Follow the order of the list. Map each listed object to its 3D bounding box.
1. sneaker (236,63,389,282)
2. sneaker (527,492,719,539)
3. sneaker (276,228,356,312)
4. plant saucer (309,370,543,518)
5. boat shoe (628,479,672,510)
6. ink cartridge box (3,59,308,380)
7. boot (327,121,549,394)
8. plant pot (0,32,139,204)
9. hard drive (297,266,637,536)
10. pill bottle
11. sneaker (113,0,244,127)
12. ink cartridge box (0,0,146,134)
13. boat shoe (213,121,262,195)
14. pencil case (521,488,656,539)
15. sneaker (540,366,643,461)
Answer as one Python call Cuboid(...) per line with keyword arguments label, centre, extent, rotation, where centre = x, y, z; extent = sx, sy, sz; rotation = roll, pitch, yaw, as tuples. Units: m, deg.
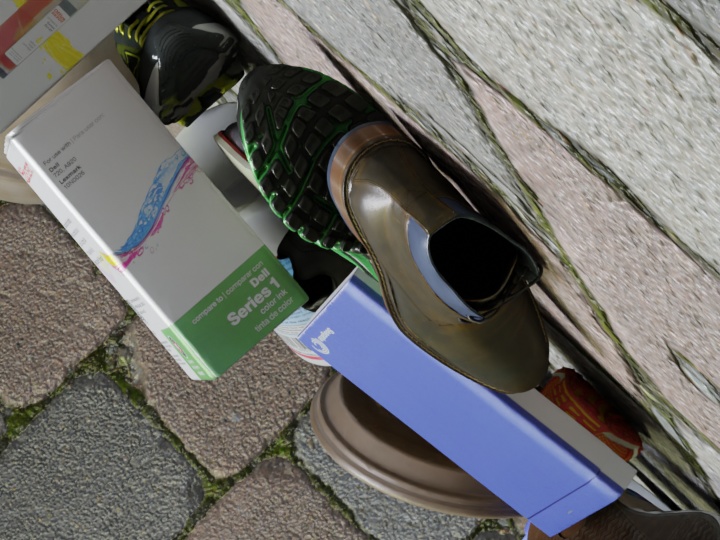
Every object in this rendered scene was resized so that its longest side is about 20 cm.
Cuboid(label="sneaker", centre=(-0.007, -0.043, 1.454), extent=(0.200, 0.078, 0.085), rotation=(48, 176, -36))
Cuboid(label="sneaker", centre=(0.182, 0.182, 1.627), extent=(0.085, 0.073, 0.200), rotation=(29, 169, -30))
Cuboid(label="sneaker", centre=(0.000, 0.000, 1.741), extent=(0.076, 0.091, 0.200), rotation=(40, 175, 35))
Cuboid(label="plant saucer", centre=(0.064, 0.107, 1.839), extent=(0.199, 0.030, 0.200), rotation=(10, -154, -5))
Cuboid(label="boat shoe", centre=(0.221, 0.230, 1.825), extent=(0.202, 0.086, 0.075), rotation=(45, 176, 8))
Cuboid(label="ink cartridge box", centre=(-0.134, -0.030, 1.697), extent=(0.200, 0.084, 0.145), rotation=(50, 172, -4))
Cuboid(label="boot", centre=(0.058, 0.015, 1.395), extent=(0.200, 0.075, 0.097), rotation=(50, 177, -35))
Cuboid(label="plant pot", centre=(-0.240, -0.176, 1.950), extent=(0.200, 0.200, 0.174), rotation=(44, 159, 13))
Cuboid(label="hard drive", centre=(0.060, 0.078, 1.571), extent=(0.200, 0.025, 0.132), rotation=(38, 158, -2))
Cuboid(label="pill bottle", centre=(-0.052, -0.027, 1.857), extent=(0.109, 0.109, 0.200), rotation=(41, 174, 46))
Cuboid(label="sneaker", centre=(-0.131, -0.145, 1.729), extent=(0.085, 0.074, 0.200), rotation=(46, 176, 3))
Cuboid(label="ink cartridge box", centre=(-0.229, -0.162, 1.678), extent=(0.083, 0.200, 0.145), rotation=(50, 175, -22))
Cuboid(label="boat shoe", centre=(-0.039, -0.070, 1.616), extent=(0.071, 0.063, 0.200), rotation=(44, 177, -16))
Cuboid(label="pencil case", centre=(0.196, 0.206, 1.721), extent=(0.200, 0.078, 0.087), rotation=(37, -151, 14))
Cuboid(label="sneaker", centre=(0.126, 0.109, 1.642), extent=(0.073, 0.077, 0.200), rotation=(46, 175, 6))
